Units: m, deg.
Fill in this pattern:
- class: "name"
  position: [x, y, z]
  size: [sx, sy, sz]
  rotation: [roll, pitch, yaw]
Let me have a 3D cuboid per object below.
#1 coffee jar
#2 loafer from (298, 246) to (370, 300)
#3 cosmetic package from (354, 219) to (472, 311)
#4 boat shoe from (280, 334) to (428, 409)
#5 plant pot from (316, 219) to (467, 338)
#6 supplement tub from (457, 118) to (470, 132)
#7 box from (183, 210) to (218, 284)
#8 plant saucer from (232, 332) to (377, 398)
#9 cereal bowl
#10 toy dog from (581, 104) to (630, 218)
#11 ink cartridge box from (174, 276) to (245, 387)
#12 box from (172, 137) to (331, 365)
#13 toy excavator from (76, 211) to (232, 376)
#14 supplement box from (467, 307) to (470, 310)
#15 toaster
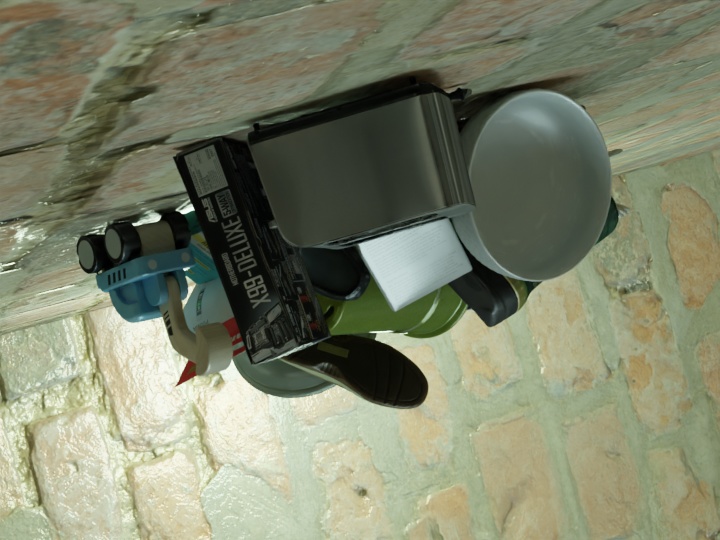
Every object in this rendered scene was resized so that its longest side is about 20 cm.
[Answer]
- class: "coffee jar"
  position: [0.187, -0.031, 1.738]
  size: [0.200, 0.104, 0.085]
  rotation: [-39, 161, -14]
- class: "loafer"
  position: [-0.080, -0.034, 1.576]
  size: [0.068, 0.200, 0.070]
  rotation: [-56, 170, 6]
- class: "cosmetic package"
  position: [0.035, -0.055, 1.612]
  size: [0.101, 0.072, 0.200]
  rotation: [-28, 141, 2]
- class: "boat shoe"
  position: [-0.013, 0.112, 1.862]
  size: [0.199, 0.072, 0.076]
  rotation: [25, 166, -1]
- class: "plant pot"
  position: [0.000, 0.000, 1.808]
  size: [0.199, 0.202, 0.189]
  rotation: [-17, 179, 45]
- class: "supplement tub"
  position: [0.139, -0.121, 1.781]
  size: [0.106, 0.108, 0.200]
  rotation: [-16, 177, 19]
- class: "box"
  position: [-0.164, -0.041, 1.904]
  size: [0.082, 0.049, 0.199]
  rotation: [38, 146, -27]
- class: "plant saucer"
  position: [-0.078, 0.061, 1.945]
  size: [0.199, 0.201, 0.050]
  rotation: [-15, 145, 9]
- class: "cereal bowl"
  position: [0.168, -0.092, 1.642]
  size: [0.199, 0.202, 0.083]
  rotation: [-14, -167, -31]
- class: "toy dog"
  position: [0.264, -0.154, 1.883]
  size: [0.131, 0.097, 0.200]
  rotation: [31, -175, -32]
- class: "ink cartridge box"
  position: [-0.155, 0.042, 1.906]
  size: [0.160, 0.050, 0.200]
  rotation: [-28, -160, 27]
- class: "box"
  position: [-0.096, -0.019, 1.433]
  size: [0.049, 0.201, 0.158]
  rotation: [-21, 178, 9]
- class: "toy excavator"
  position: [-0.233, 0.033, 1.846]
  size: [0.099, 0.202, 0.194]
  rotation: [-14, 178, -40]
- class: "supplement box"
  position: [0.052, -0.009, 2.015]
  size: [0.108, 0.110, 0.200]
  rotation: [-14, -163, -23]
- class: "toaster"
  position: [0.013, -0.093, 1.391]
  size: [0.198, 0.120, 0.181]
  rotation: [-16, 179, 7]
